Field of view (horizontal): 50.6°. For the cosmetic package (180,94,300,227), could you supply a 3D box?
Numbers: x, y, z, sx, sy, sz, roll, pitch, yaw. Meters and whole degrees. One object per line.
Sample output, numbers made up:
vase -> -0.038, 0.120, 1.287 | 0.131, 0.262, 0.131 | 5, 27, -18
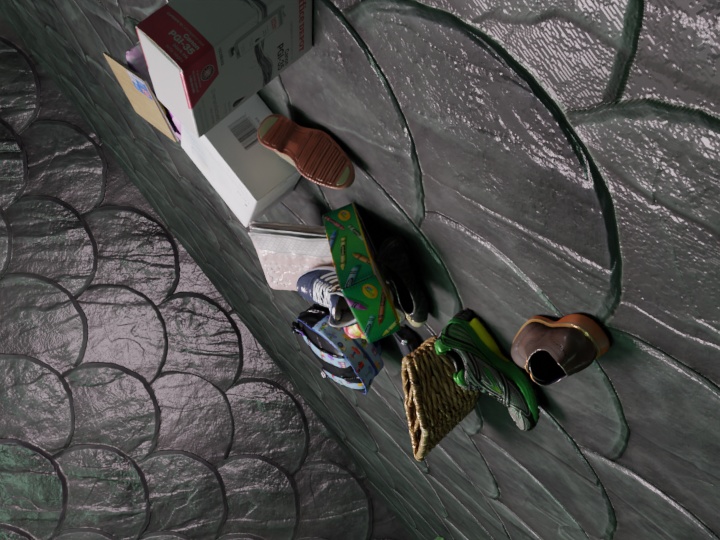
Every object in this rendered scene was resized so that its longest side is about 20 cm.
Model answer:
cosmetic package -> -0.210, -0.206, 1.338 | 0.200, 0.123, 0.200 | 51, 165, -1

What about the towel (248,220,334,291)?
towel -> -0.094, -0.016, 1.405 | 0.199, 0.032, 0.191 | 5, 146, 16

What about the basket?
basket -> 0.112, 0.220, 1.342 | 0.143, 0.149, 0.200 | 45, 163, 19

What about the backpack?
backpack -> -0.028, 0.158, 1.602 | 0.200, 0.134, 0.183 | 23, 148, 59

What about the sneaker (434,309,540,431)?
sneaker -> 0.186, 0.161, 1.133 | 0.200, 0.085, 0.078 | 49, 163, 5

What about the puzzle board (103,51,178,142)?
puzzle board -> -0.448, -0.359, 1.565 | 0.200, 0.017, 0.151 | 36, 157, 41

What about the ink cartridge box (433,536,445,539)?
ink cartridge box -> 0.251, 1.043, 2.624 | 0.146, 0.200, 0.084 | 50, 163, 4

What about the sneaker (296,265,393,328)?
sneaker -> -0.053, 0.045, 1.318 | 0.199, 0.108, 0.071 | 9, 111, 33

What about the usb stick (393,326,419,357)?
usb stick -> 0.108, 0.183, 1.475 | 0.055, 0.033, 0.201 | 37, 159, 44

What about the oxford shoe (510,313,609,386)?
oxford shoe -> 0.221, 0.101, 0.932 | 0.071, 0.073, 0.200 | 49, 164, 3

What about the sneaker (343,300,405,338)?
sneaker -> 0.019, 0.091, 1.416 | 0.078, 0.090, 0.200 | 51, 162, 5

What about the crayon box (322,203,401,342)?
crayon box -> 0.000, 0.000, 1.192 | 0.201, 0.058, 0.119 | -107, -8, -52

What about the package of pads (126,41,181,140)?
package of pads -> -0.396, -0.367, 1.568 | 0.200, 0.076, 0.121 | 51, 166, 1

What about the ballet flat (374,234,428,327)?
ballet flat -> 0.063, 0.024, 1.214 | 0.066, 0.057, 0.201 | 34, 156, 42

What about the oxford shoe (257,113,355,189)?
oxford shoe -> -0.070, -0.176, 1.163 | 0.200, 0.071, 0.074 | 40, -175, 33

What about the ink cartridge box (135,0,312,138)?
ink cartridge box -> -0.151, -0.276, 0.900 | 0.083, 0.200, 0.147 | 43, 162, 12
